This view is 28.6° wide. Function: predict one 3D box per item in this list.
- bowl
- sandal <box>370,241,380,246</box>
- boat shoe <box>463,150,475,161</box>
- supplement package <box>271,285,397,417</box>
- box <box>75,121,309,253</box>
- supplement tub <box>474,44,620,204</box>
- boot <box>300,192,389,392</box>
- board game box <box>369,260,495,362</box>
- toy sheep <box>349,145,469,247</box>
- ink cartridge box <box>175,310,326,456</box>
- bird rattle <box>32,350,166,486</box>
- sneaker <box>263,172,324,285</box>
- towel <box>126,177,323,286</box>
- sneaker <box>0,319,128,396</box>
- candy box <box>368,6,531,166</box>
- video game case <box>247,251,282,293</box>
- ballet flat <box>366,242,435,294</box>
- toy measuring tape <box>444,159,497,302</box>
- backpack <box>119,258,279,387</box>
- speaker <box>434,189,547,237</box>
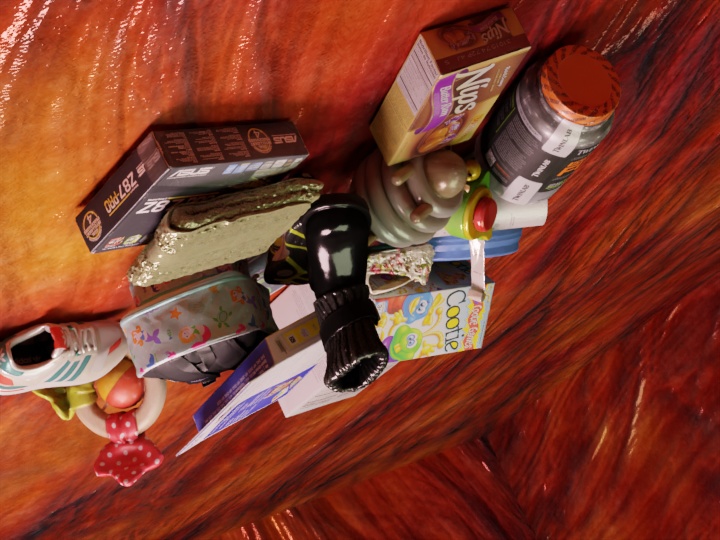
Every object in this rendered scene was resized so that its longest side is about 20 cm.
[{"bbox_3d":[0.123,-0.042,1.922,0.197,0.040,0.201,-3,-173,0],"label":"bowl"},{"bbox_3d":[0.076,-0.010,2.042,0.049,0.083,0.202,-31,167,18],"label":"sandal"},{"bbox_3d":[0.199,-0.135,1.874,0.198,0.069,0.075,-28,165,5],"label":"boat shoe"},{"bbox_3d":[-0.036,0.090,2.059,0.149,0.153,0.200,-12,159,-43],"label":"supplement package"},{"bbox_3d":[-0.172,-0.088,1.453,0.199,0.050,0.161,-11,156,-48],"label":"box"},{"bbox_3d":[0.224,-0.174,1.689,0.121,0.124,0.200,-19,163,-26],"label":"supplement tub"},{"bbox_3d":[-0.016,0.027,1.574,0.078,0.160,0.212,-8,149,-3],"label":"boot"},{"bbox_3d":[0.067,0.050,1.909,0.198,0.105,0.104,-7,120,-31],"label":"board game box"},{"bbox_3d":[0.046,-0.089,1.667,0.198,0.140,0.137,-19,172,38],"label":"toy sheep"},{"bbox_3d":[-0.120,0.127,1.700,0.199,0.047,0.198,-24,165,-45],"label":"ink cartridge box"},{"bbox_3d":[-0.317,0.167,1.803,0.164,0.199,0.112,-54,160,8],"label":"bird rattle"},{"bbox_3d":[-0.072,-0.043,1.688,0.074,0.077,0.200,1,153,-18],"label":"sneaker"},{"bbox_3d":[-0.144,-0.043,1.493,0.198,0.037,0.148,-19,165,-36],"label":"towel"},{"bbox_3d":[-0.356,0.096,1.703,0.198,0.071,0.093,-12,165,-36],"label":"sneaker"},{"bbox_3d":[0.094,-0.196,1.528,0.115,0.057,0.200,-20,164,-24],"label":"candy box"},{"bbox_3d":[-0.139,0.004,1.855,0.199,0.024,0.181,-33,164,20],"label":"video game case"},{"bbox_3d":[0.000,0.000,1.796,0.197,0.065,0.076,-5,-172,-6],"label":"ballet flat"},{"bbox_3d":[0.130,-0.040,1.740,0.073,0.073,0.203,-18,124,-27],"label":"toy measuring tape"},{"bbox_3d":[-0.194,0.059,1.683,0.175,0.153,0.200,-21,177,8],"label":"backpack"},{"bbox_3d":[0.137,-0.087,1.804,0.197,0.082,0.081,-7,162,-7],"label":"speaker"}]
